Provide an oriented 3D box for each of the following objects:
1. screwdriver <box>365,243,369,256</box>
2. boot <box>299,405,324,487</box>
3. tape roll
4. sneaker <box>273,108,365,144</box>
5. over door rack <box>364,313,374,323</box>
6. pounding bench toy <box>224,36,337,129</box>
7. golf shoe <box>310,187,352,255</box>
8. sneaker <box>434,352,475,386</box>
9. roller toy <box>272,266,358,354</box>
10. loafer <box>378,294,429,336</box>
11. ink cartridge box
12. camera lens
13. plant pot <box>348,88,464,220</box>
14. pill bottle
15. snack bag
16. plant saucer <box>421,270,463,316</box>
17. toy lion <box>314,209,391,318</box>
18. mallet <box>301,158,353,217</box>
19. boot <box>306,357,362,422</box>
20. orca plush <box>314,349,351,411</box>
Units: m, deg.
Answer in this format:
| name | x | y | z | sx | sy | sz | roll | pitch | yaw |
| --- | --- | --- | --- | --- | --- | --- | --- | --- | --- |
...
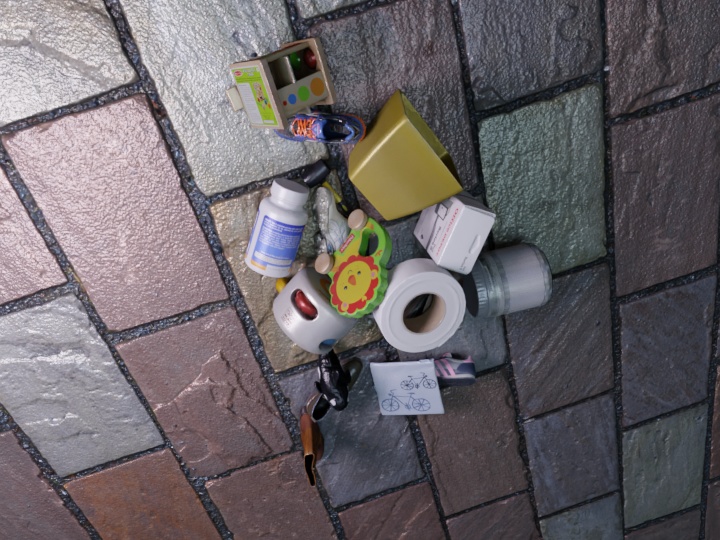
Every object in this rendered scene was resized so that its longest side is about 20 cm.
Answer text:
| name | x | y | z | sx | sy | sz | roll | pitch | yaw |
| --- | --- | --- | --- | --- | --- | --- | --- | --- | --- |
| screwdriver | 0.000 | 0.000 | 1.284 | 0.029 | 0.028 | 0.202 | 17 | 115 | 16 |
| boot | -0.124 | 0.498 | 1.393 | 0.068 | 0.200 | 0.191 | -3 | 115 | -9 |
| tape roll | 0.129 | 0.079 | 1.137 | 0.200 | 0.071 | 0.205 | -7 | 117 | -14 |
| sneaker | -0.090 | -0.304 | 1.084 | 0.197 | 0.079 | 0.076 | 2 | 109 | 7 |
| over door rack | 0.120 | 0.077 | 1.319 | 0.197 | 0.067 | 0.149 | 6 | 114 | -13 |
| pounding bench toy | -0.165 | -0.375 | 1.033 | 0.155 | 0.199 | 0.125 | -36 | 123 | -28 |
| golf shoe | -0.059 | -0.111 | 1.192 | 0.096 | 0.079 | 0.202 | -19 | 136 | -20 |
| sneaker | 0.220 | 0.270 | 1.435 | 0.197 | 0.083 | 0.070 | 4 | 147 | 7 |
| roller toy | -0.110 | 0.096 | 1.219 | 0.199 | 0.183 | 0.140 | 37 | 106 | -23 |
| loafer | 0.123 | 0.087 | 1.252 | 0.200 | 0.063 | 0.072 | -48 | 155 | -17 |
| ink cartridge box | 0.207 | -0.104 | 1.176 | 0.083 | 0.200 | 0.147 | 15 | 111 | -17 |
| camera lens | 0.363 | 0.025 | 1.287 | 0.197 | 0.160 | 0.162 | -12 | 116 | -5 |
| plant pot | 0.081 | -0.231 | 1.110 | 0.176 | 0.201 | 0.200 | -35 | 117 | 21 |
| pill bottle | -0.182 | -0.096 | 1.157 | 0.111 | 0.112 | 0.202 | 16 | 111 | -17 |
| snack bag | 0.126 | 0.323 | 1.423 | 0.186 | 0.021 | 0.202 | -6 | 120 | 17 |
| plant saucer | 0.207 | 0.081 | 1.275 | 0.036 | 0.200 | 0.203 | 25 | 113 | 22 |
| toy lion | -0.001 | -0.006 | 1.126 | 0.068 | 0.192 | 0.201 | 27 | 105 | -47 |
| mallet | -0.062 | -0.161 | 1.195 | 0.065 | 0.041 | 0.201 | -30 | 121 | 7 |
| boot | -0.063 | 0.321 | 1.365 | 0.075 | 0.097 | 0.200 | 43 | 89 | -8 |
| orca plush | -0.058 | 0.253 | 1.313 | 0.104 | 0.071 | 0.203 | 8 | 72 | -26 |
